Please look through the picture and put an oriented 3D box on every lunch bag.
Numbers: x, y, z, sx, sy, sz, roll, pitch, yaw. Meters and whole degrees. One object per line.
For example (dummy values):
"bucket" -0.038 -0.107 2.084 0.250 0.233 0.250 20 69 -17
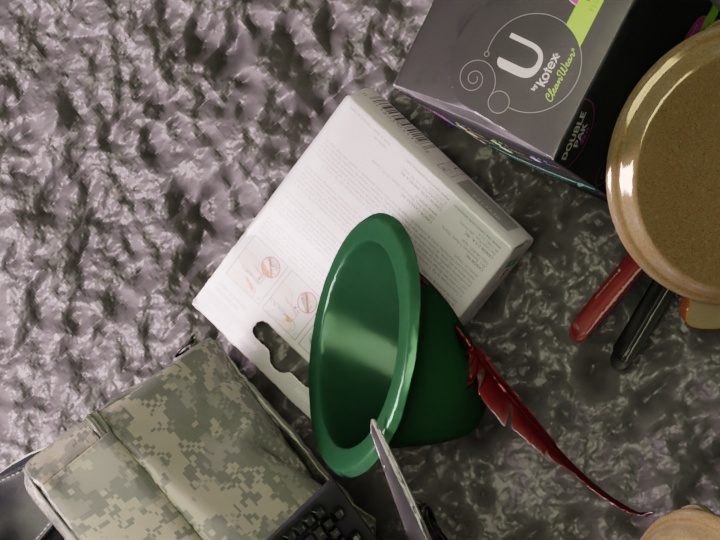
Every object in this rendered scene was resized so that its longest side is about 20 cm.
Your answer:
"lunch bag" -0.105 0.162 1.543 0.168 0.139 0.200 -40 80 -9

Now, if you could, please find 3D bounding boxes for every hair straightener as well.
"hair straightener" 0.228 -0.014 1.531 0.077 0.041 0.200 37 90 -12

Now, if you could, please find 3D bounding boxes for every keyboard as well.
"keyboard" 0.027 0.218 1.509 0.127 0.021 0.200 -43 113 -22

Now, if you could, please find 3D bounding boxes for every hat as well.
"hat" 0.076 0.073 1.522 0.176 0.166 0.200 9 69 -22

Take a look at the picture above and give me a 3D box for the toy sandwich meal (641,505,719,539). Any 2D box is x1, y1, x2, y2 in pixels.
"toy sandwich meal" 0.245 0.244 1.448 0.070 0.205 0.206 -13 80 -29

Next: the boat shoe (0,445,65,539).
"boat shoe" -0.273 0.194 1.622 0.200 0.062 0.075 -35 76 8

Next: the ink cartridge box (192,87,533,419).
"ink cartridge box" 0.000 0.000 1.587 0.161 0.050 0.200 44 115 13

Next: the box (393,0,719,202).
"box" 0.135 -0.138 1.465 0.124 0.200 0.149 27 92 25

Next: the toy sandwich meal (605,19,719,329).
"toy sandwich meal" 0.242 -0.066 1.453 0.205 0.070 0.206 -4 108 -11

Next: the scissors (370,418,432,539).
"scissors" 0.051 0.188 1.423 0.073 0.014 0.200 -5 97 40
